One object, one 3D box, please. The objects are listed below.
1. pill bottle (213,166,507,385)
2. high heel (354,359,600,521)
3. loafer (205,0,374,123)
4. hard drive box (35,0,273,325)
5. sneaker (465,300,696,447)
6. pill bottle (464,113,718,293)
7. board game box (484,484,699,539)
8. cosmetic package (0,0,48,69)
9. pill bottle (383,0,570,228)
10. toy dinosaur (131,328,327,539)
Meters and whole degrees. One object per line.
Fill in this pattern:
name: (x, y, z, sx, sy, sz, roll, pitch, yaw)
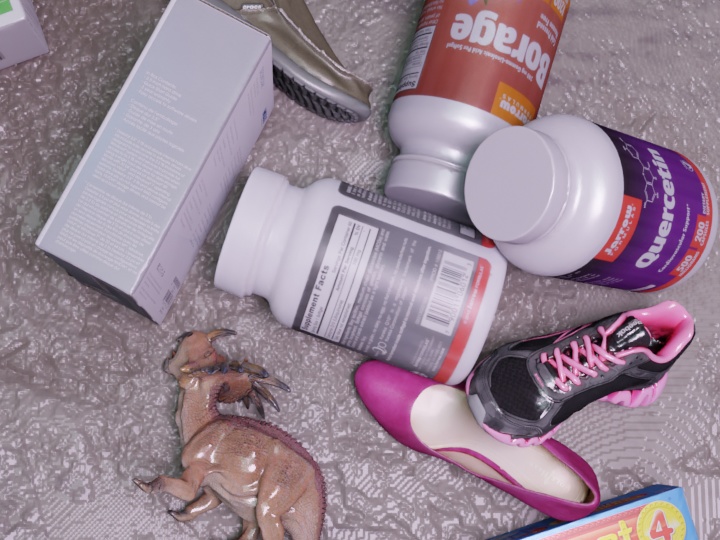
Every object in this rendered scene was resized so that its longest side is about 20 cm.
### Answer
pill bottle: (0.000, 0.000, 0.838, 0.197, 0.116, 0.117, 20, 80, -1)
high heel: (0.085, 0.123, 0.835, 0.199, 0.096, 0.068, 36, 80, 1)
loafer: (-0.064, -0.192, 0.882, 0.199, 0.075, 0.070, 38, 84, 2)
hard drive box: (-0.139, -0.075, 0.818, 0.076, 0.156, 0.202, 27, 79, 1)
sneaker: (0.165, 0.065, 0.821, 0.198, 0.096, 0.080, -14, 66, -32)
pill bottle: (0.167, -0.047, 0.816, 0.198, 0.112, 0.114, 8, 77, -45)
board game box: (0.173, 0.284, 0.838, 0.197, 0.056, 0.199, -16, 83, -7)
cosmetic package: (-0.327, -0.253, 0.865, 0.106, 0.085, 0.202, -22, 85, -5)
pill bottle: (0.086, -0.142, 0.869, 0.111, 0.112, 0.203, 18, 80, -2)
toy dinosaur: (-0.078, 0.138, 0.830, 0.199, 0.086, 0.136, 39, 73, -4)
